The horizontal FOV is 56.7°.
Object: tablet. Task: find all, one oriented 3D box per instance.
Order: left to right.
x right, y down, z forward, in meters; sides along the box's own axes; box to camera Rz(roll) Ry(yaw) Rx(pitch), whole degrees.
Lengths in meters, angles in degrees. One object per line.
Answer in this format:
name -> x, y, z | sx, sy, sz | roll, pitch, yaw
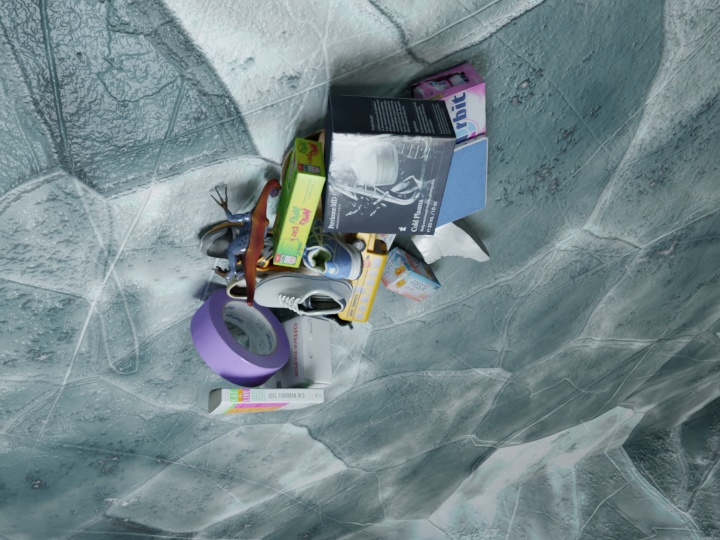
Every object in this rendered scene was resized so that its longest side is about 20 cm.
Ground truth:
tablet -> 0.182, -0.163, 1.267 | 0.129, 0.014, 0.201 | -22, 145, -7

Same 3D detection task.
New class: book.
book -> -0.187, 0.253, 1.311 | 0.199, 0.048, 0.134 | 5, 163, -23

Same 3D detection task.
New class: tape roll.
tape roll -> -0.238, 0.132, 1.334 | 0.066, 0.201, 0.200 | -43, 139, 22

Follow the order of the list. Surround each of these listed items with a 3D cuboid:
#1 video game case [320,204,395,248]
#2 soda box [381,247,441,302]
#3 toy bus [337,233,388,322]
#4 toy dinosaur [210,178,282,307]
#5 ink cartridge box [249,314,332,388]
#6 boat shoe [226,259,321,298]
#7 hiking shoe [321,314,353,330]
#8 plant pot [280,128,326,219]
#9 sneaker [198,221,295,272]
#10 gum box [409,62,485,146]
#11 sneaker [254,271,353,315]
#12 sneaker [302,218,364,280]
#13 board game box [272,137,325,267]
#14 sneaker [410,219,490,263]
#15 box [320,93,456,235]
video game case -> -0.002, -0.103, 1.319 | 0.181, 0.023, 0.201 | 5, 134, -24
soda box -> 0.106, 0.012, 1.463 | 0.068, 0.064, 0.200 | -36, 156, 15
toy bus -> 0.000, 0.000, 1.283 | 0.078, 0.065, 0.201 | 11, 121, -10
toy dinosaur -> -0.176, -0.064, 1.159 | 0.182, 0.200, 0.105 | -54, 151, 13
ink cartridge box -> -0.154, 0.194, 1.443 | 0.084, 0.147, 0.199 | 15, 153, -41
boat shoe -> -0.166, 0.023, 1.321 | 0.198, 0.065, 0.073 | -6, 110, -4
hiking shoe -> -0.082, 0.049, 1.408 | 0.074, 0.087, 0.200 | -42, 130, 21
plant pot -> -0.044, -0.175, 1.194 | 0.198, 0.028, 0.201 | -4, 133, -5
sneaker -> -0.205, -0.037, 1.255 | 0.199, 0.078, 0.078 | 3, 137, -30
gum box -> 0.160, -0.265, 1.196 | 0.113, 0.066, 0.201 | -22, 144, -5
sneaker -> -0.114, 0.046, 1.245 | 0.198, 0.071, 0.073 | -4, 120, 16
sneaker -> -0.077, -0.045, 1.226 | 0.077, 0.200, 0.076 | -4, 116, -39
board game box -> -0.109, -0.114, 1.151 | 0.047, 0.102, 0.201 | 8, 132, -15
sneaker -> 0.193, -0.054, 1.470 | 0.115, 0.074, 0.200 | -40, 131, 21
box -> 0.038, -0.172, 1.105 | 0.195, 0.124, 0.201 | 2, 133, -6
